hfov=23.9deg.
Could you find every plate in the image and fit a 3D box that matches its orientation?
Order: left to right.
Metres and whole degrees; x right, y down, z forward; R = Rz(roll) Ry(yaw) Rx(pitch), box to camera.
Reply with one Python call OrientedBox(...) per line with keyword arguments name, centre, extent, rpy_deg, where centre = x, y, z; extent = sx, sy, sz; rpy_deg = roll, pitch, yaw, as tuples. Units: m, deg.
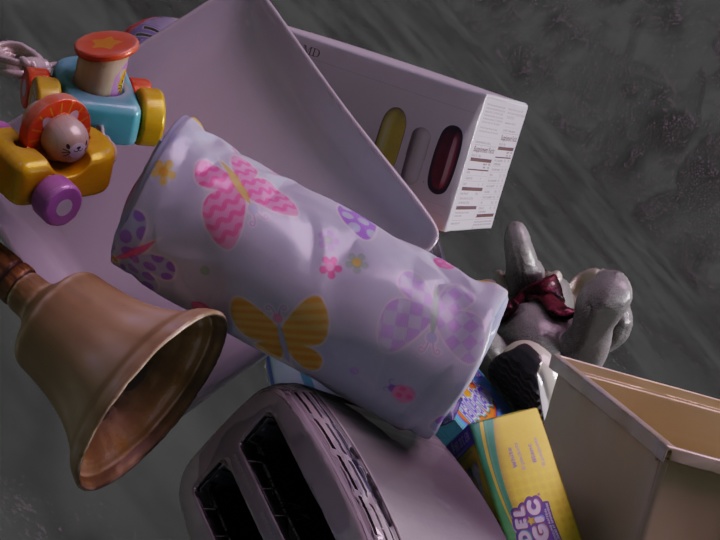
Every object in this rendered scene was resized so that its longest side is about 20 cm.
OrientedBox(name="plate", centre=(-0.089, -0.034, 0.926), extent=(0.201, 0.198, 0.032), rpy_deg=(53, -12, 20))

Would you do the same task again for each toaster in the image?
OrientedBox(name="toaster", centre=(-0.005, 0.138, 0.841), extent=(0.129, 0.114, 0.201), rpy_deg=(28, 25, -46))

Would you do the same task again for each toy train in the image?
OrientedBox(name="toy train", centre=(-0.181, -0.089, 0.847), extent=(0.149, 0.056, 0.200), rpy_deg=(24, 30, 12))

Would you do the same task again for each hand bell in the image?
OrientedBox(name="hand bell", centre=(-0.170, 0.001, 0.814), extent=(0.199, 0.105, 0.104), rpy_deg=(39, 13, 13))

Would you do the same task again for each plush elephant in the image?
OrientedBox(name="plush elephant", centre=(0.146, 0.037, 1.442), extent=(0.156, 0.163, 0.201), rpy_deg=(-96, 172, -45))

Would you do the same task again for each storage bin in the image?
OrientedBox(name="storage bin", centre=(0.211, 0.135, 0.943), extent=(0.196, 0.095, 0.200), rpy_deg=(15, 7, -13))

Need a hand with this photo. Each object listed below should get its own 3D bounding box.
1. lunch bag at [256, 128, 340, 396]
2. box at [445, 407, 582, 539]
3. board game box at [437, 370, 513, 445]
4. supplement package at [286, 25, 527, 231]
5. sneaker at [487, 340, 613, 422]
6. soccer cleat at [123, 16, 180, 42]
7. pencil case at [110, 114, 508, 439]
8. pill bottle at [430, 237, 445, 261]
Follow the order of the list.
OrientedBox(name="lunch bag", centre=(-0.024, 0.006, 1.009), extent=(0.161, 0.081, 0.202), rpy_deg=(68, 10, -70))
OrientedBox(name="box", centre=(0.087, 0.188, 0.904), extent=(0.117, 0.048, 0.202), rpy_deg=(124, -49, -62))
OrientedBox(name="board game box", centre=(0.113, 0.162, 1.237), extent=(0.201, 0.045, 0.152), rpy_deg=(51, 15, 11))
OrientedBox(name="supplement package", centre=(0.014, -0.116, 1.371), extent=(0.198, 0.112, 0.156), rpy_deg=(19, 8, 16))
OrientedBox(name="sneaker", centre=(0.164, 0.097, 1.337), extent=(0.070, 0.093, 0.200), rpy_deg=(44, -13, 36))
OrientedBox(name="soccer cleat", centre=(-0.157, -0.154, 1.265), extent=(0.073, 0.069, 0.200), rpy_deg=(24, 18, 8))
OrientedBox(name="pencil case", centre=(-0.025, 0.002, 0.842), extent=(0.198, 0.083, 0.091), rpy_deg=(28, 46, -3))
OrientedBox(name="pill bottle", centre=(0.000, 0.000, 1.206), extent=(0.106, 0.106, 0.200), rpy_deg=(50, 14, 10))
